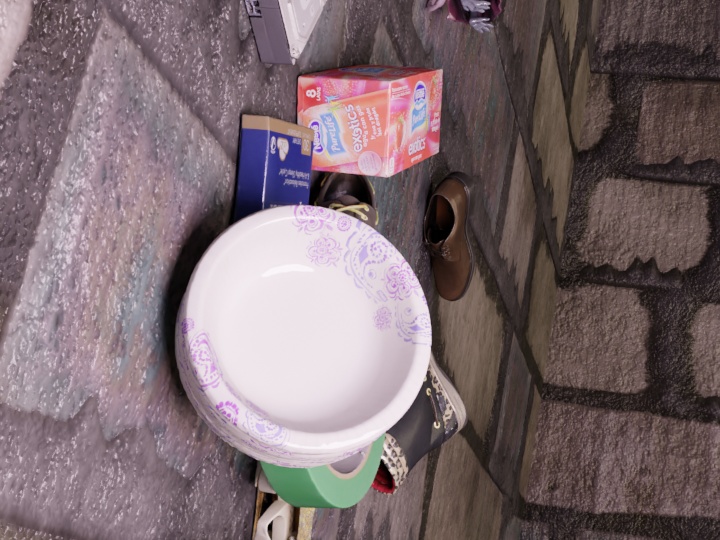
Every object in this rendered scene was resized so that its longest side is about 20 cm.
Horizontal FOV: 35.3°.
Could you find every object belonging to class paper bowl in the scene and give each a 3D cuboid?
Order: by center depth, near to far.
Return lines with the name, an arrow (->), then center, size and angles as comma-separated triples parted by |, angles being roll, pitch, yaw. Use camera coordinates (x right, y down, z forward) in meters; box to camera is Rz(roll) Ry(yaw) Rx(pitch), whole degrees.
paper bowl -> -0.050, 0.058, 0.914 | 0.104, 0.199, 0.202 | 129, -22, -63

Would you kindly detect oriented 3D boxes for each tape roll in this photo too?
tape roll -> -0.034, 0.119, 1.054 | 0.200, 0.048, 0.203 | -4, 90, -67

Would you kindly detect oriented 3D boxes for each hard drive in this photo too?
hard drive -> -0.056, -0.302, 1.020 | 0.140, 0.037, 0.201 | 77, 26, -46

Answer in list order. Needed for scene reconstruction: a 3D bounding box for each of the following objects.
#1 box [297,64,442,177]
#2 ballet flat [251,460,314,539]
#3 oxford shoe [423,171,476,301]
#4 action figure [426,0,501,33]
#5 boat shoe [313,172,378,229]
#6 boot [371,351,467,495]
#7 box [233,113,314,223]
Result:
box -> 0.013, -0.162, 1.188 | 0.200, 0.102, 0.096 | -34, 128, -67
ballet flat -> -0.078, 0.223, 1.103 | 0.071, 0.070, 0.202 | -22, 117, -71
oxford shoe -> 0.121, -0.039, 1.663 | 0.084, 0.072, 0.202 | -35, 130, -46
action figure -> 0.143, -0.436, 1.571 | 0.134, 0.148, 0.202 | 151, -64, -63
boat shoe -> -0.018, -0.048, 1.123 | 0.202, 0.071, 0.061 | -94, -169, -66
boot -> 0.022, 0.137, 1.285 | 0.204, 0.073, 0.154 | 54, 47, -4
box -> -0.082, -0.036, 1.040 | 0.121, 0.032, 0.202 | -6, 103, -73
